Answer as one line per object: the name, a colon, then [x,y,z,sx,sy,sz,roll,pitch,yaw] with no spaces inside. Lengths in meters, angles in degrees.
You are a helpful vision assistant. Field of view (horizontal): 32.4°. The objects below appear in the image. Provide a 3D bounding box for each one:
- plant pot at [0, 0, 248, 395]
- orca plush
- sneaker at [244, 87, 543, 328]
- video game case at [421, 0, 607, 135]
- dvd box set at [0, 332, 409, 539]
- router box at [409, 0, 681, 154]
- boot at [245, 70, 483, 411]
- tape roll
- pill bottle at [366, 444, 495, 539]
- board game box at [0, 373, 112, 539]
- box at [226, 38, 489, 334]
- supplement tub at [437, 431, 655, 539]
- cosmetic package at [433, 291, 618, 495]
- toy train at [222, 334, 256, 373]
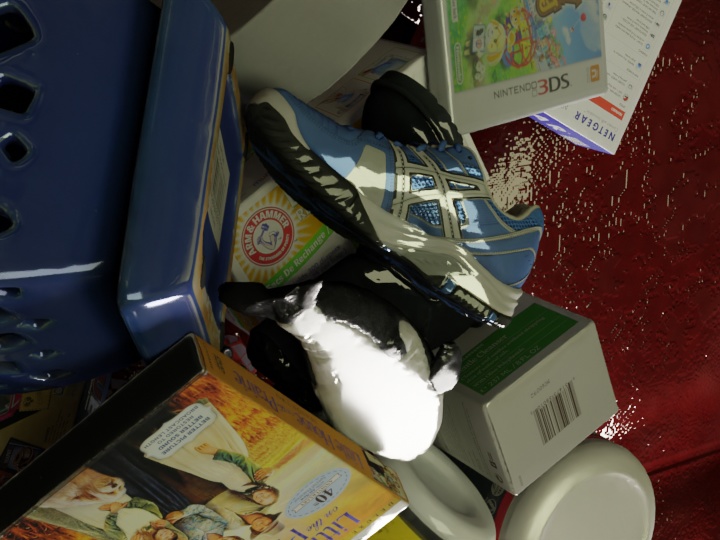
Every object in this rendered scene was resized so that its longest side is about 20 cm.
plant pot: [-0.157,-0.045,0.649,0.177,0.200,0.203,6,70,1]
orca plush: [-0.013,0.040,0.705,0.105,0.072,0.199,-39,140,18]
sneaker: [0.021,-0.048,0.711,0.199,0.076,0.078,34,85,-22]
video game case: [0.107,-0.207,0.850,0.181,0.022,0.203,-20,109,-42]
dvd box set: [-0.081,0.128,0.682,0.146,0.030,0.200,-37,137,11]
router box: [0.155,-0.213,0.957,0.199,0.049,0.181,24,91,-35]
boot: [0.000,0.000,0.780,0.167,0.076,0.202,-37,129,-23]
tape roll: [-0.043,-0.192,0.744,0.066,0.200,0.202,36,84,-35]
pill bottle: [-0.008,0.213,0.855,0.112,0.112,0.200,32,106,-35]
board game box: [-0.226,0.112,0.710,0.035,0.133,0.202,76,21,-58]
box: [-0.028,-0.057,0.854,0.200,0.101,0.113,-41,123,-16]
supplement tub: [0.114,0.167,0.954,0.139,0.199,0.142,-10,110,-29]
cosmetic package: [0.076,0.068,0.900,0.107,0.199,0.086,-35,122,-22]
toy train: [-0.100,0.068,0.891,0.046,0.034,0.201,-49,124,-25]
